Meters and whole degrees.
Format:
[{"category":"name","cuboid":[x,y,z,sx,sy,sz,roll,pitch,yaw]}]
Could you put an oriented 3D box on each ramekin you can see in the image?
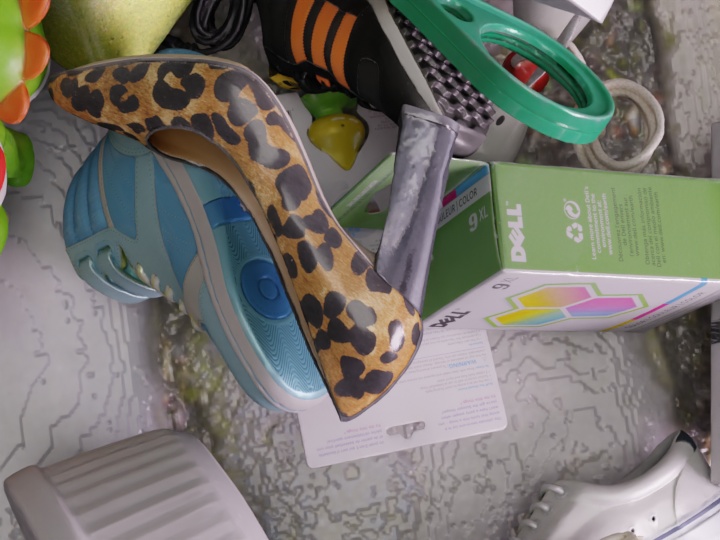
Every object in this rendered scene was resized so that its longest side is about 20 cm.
[{"category":"ramekin","cuboid":[-0.091,0.172,0.772,0.094,0.202,0.204,-26,90,-17]}]

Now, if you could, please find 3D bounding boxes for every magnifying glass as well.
[{"category":"magnifying glass","cuboid":[0.037,-0.128,0.756,0.199,0.080,0.022,34,120,3]}]

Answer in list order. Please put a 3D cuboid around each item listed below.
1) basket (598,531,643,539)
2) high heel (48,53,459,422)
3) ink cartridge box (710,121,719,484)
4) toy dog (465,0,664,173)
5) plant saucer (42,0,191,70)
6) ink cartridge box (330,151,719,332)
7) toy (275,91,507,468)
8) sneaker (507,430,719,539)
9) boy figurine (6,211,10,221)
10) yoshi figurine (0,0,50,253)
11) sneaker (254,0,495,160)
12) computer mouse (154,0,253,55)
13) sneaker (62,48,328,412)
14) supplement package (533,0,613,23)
[{"category":"basket","cuboid":[0.115,0.248,0.778,0.134,0.124,0.201,-20,130,-6]},{"category":"high heel","cuboid":[-0.062,-0.018,0.710,0.198,0.071,0.144,12,82,8]},{"category":"ink cartridge box","cuboid":[0.269,0.020,0.846,0.143,0.084,0.203,1,88,-24]},{"category":"toy dog","cuboid":[0.094,-0.150,0.828,0.131,0.096,0.202,1,73,29]},{"category":"plant saucer","cuboid":[-0.145,-0.224,0.786,0.199,0.048,0.201,35,87,16]},{"category":"ink cartridge box","cuboid":[0.087,-0.009,0.805,0.198,0.104,0.060,3,72,-24]},{"category":"toy","cuboid":[0.000,0.000,0.852,0.114,0.047,0.202,-9,81,-18]},{"category":"sneaker","cuboid":[0.110,0.153,0.856,0.198,0.073,0.071,-25,81,-15]},{"category":"boy figurine","cuboid":[-0.239,-0.012,0.816,0.124,0.064,0.203,-4,101,-45]},{"category":"yoshi figurine","cuboid":[-0.207,-0.072,0.754,0.111,0.112,0.202,20,97,-2]},{"category":"sneaker","cuboid":[-0.004,-0.113,0.816,0.090,0.070,0.201,-46,54,23]},{"category":"computer mouse","cuboid":[-0.132,-0.188,0.841,0.198,0.046,0.142,14,96,14]},{"category":"sneaker","cuboid":[-0.086,0.002,0.803,0.079,0.130,0.202,1,58,-44]},{"category":"supplement package","cuboid":[0.028,-0.219,0.713,0.199,0.155,0.112,24,95,-38]}]
